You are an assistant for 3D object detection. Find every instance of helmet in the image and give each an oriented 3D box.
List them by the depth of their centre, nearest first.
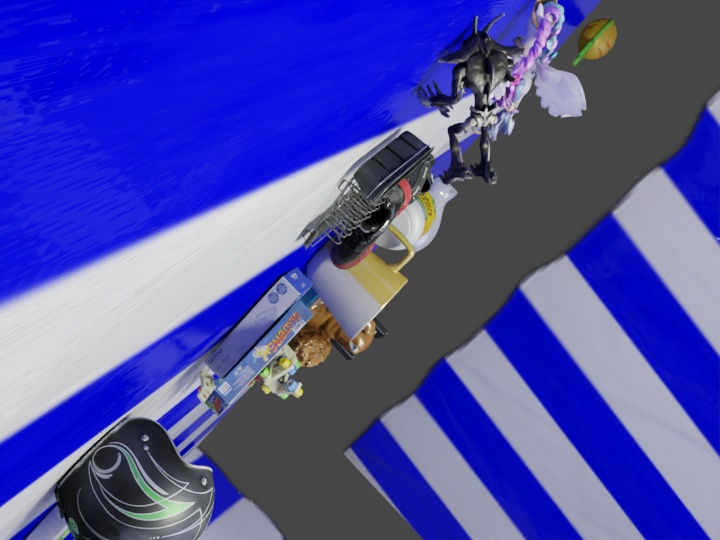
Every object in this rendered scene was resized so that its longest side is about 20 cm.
[{"bbox_3d":[-0.307,0.325,1.220,0.200,0.191,0.200,-44,177,-3],"label":"helmet"}]

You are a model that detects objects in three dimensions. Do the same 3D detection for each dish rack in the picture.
[{"bbox_3d":[0.003,-0.099,1.190,0.153,0.055,0.200,-42,176,-46],"label":"dish rack"}]

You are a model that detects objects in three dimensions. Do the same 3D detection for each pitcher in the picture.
[{"bbox_3d":[0.166,-0.155,2.436,0.202,0.121,0.171,-56,-165,-12],"label":"pitcher"}]

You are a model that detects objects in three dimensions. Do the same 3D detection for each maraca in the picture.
[{"bbox_3d":[0.729,-0.713,2.712,0.200,0.107,0.138,-44,170,-27],"label":"maraca"}]

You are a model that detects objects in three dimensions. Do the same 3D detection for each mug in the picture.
[{"bbox_3d":[-0.005,0.006,1.574,0.187,0.153,0.150,-45,177,-18],"label":"mug"}]

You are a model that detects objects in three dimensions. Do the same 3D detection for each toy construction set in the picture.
[{"bbox_3d":[-0.191,0.186,1.542,0.196,0.093,0.133,-13,-139,13],"label":"toy construction set"}]

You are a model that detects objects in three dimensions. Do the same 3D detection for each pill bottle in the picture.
[{"bbox_3d":[0.077,-0.103,1.667,0.113,0.113,0.200,-46,177,20],"label":"pill bottle"}]

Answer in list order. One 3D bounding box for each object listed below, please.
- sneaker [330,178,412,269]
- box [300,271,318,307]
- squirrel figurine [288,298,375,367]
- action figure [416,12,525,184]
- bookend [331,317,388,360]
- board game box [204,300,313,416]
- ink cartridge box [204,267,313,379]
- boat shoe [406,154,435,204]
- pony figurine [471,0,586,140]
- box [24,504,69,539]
[{"bbox_3d":[0.003,-0.072,1.426,0.201,0.071,0.098,-50,176,30],"label":"sneaker"},{"bbox_3d":[-0.142,0.079,1.666,0.200,0.049,0.082,-46,177,-13],"label":"box"},{"bbox_3d":[-0.072,0.114,1.792,0.200,0.187,0.142,-45,178,-4],"label":"squirrel figurine"},{"bbox_3d":[0.127,-0.206,1.026,0.117,0.102,0.204,-14,120,-26],"label":"action figure"},{"bbox_3d":[-0.079,0.137,1.908,0.200,0.199,0.092,-43,179,-12],"label":"bookend"},{"bbox_3d":[-0.166,0.144,1.410,0.200,0.034,0.135,-47,180,-23],"label":"board game box"},{"bbox_3d":[-0.167,0.086,1.431,0.200,0.044,0.094,-47,179,13],"label":"ink cartridge box"},{"bbox_3d":[0.099,-0.167,1.571,0.072,0.068,0.200,-48,178,27],"label":"boat shoe"},{"bbox_3d":[0.226,-0.280,1.247,0.200,0.164,0.196,125,-22,-57],"label":"pony figurine"},{"bbox_3d":[-0.454,0.375,1.403,0.200,0.036,0.144,-45,177,5],"label":"box"}]
